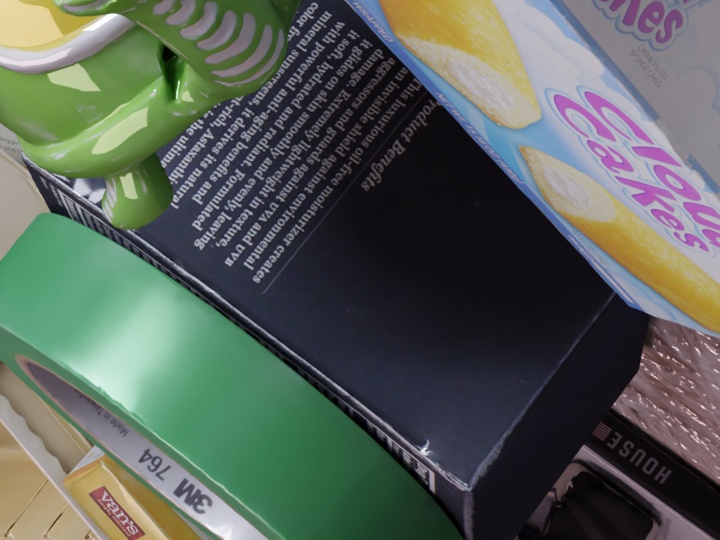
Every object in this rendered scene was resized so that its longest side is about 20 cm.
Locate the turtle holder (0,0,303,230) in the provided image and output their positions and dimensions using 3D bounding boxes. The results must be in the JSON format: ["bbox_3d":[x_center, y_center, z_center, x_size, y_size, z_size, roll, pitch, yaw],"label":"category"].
[{"bbox_3d":[-0.079,-0.095,0.730,0.132,0.141,0.186,41,-147,-23],"label":"turtle holder"}]

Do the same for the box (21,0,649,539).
[{"bbox_3d":[0.000,0.000,0.971,0.198,0.123,0.200,37,169,12],"label":"box"}]

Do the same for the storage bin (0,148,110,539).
[{"bbox_3d":[-0.184,0.047,1.152,0.200,0.094,0.199,-4,130,46],"label":"storage bin"}]

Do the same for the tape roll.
[{"bbox_3d":[-0.054,0.060,0.949,0.200,0.048,0.200,37,169,9],"label":"tape roll"}]

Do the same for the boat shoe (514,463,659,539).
[{"bbox_3d":[0.086,0.154,1.273,0.075,0.093,0.200,37,169,8],"label":"boat shoe"}]

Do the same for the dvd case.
[{"bbox_3d":[0.106,0.090,1.258,0.200,0.025,0.150,35,169,13],"label":"dvd case"}]

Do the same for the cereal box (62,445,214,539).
[{"bbox_3d":[-0.019,0.077,1.124,0.144,0.200,0.039,50,139,-9],"label":"cereal box"}]

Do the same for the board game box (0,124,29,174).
[{"bbox_3d":[-0.148,-0.085,1.078,0.151,0.046,0.200,17,145,22],"label":"board game box"}]

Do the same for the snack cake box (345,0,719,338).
[{"bbox_3d":[0.066,-0.062,0.656,0.200,0.067,0.115,45,168,-30],"label":"snack cake box"}]
